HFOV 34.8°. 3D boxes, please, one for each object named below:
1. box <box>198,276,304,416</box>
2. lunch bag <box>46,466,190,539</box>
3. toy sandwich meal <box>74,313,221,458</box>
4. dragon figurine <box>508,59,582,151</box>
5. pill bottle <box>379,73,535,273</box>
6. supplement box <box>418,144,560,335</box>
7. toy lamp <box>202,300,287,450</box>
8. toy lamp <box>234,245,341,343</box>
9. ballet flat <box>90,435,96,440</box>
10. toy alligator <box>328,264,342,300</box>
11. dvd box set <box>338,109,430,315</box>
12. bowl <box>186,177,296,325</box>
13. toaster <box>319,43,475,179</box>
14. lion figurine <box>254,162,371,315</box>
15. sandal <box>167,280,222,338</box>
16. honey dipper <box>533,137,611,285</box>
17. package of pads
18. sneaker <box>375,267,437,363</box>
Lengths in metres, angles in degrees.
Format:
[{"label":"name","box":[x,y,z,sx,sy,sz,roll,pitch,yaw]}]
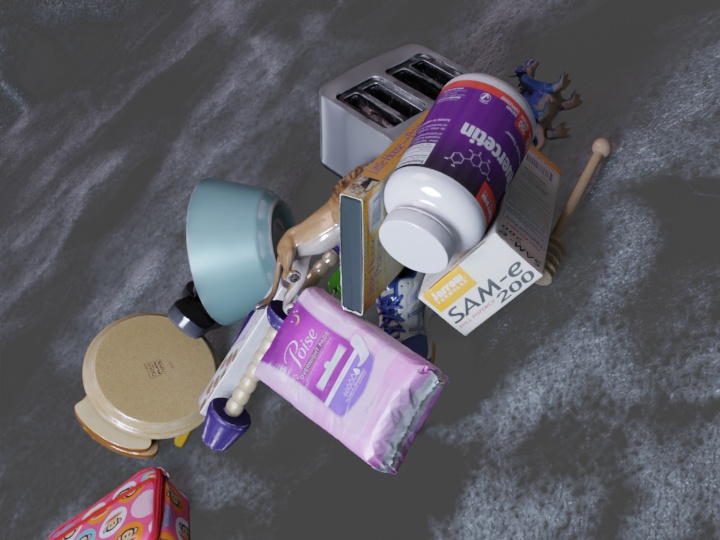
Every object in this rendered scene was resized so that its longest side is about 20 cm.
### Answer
[{"label":"box","box":[-0.137,0.102,1.442,0.201,0.041,0.039,-57,21,13]},{"label":"lunch bag","box":[-0.293,0.330,1.367,0.199,0.082,0.177,-34,27,12]},{"label":"toy sandwich meal","box":[-0.276,0.152,1.510,0.071,0.203,0.207,116,175,-51]},{"label":"dragon figurine","box":[0.212,-0.191,1.435,0.099,0.059,0.201,-12,42,42]},{"label":"pill bottle","box":[0.096,-0.098,1.174,0.112,0.113,0.201,-5,46,47]},{"label":"supplement box","box":[0.145,-0.042,1.261,0.126,0.073,0.201,-42,17,37]},{"label":"toy lamp","box":[-0.132,0.130,1.374,0.201,0.058,0.058,-58,25,19]},{"label":"toy lamp","box":[-0.087,0.033,1.513,0.200,0.058,0.058,-47,30,-9]},{"label":"ballet flat","box":[-0.294,0.162,1.580,0.067,0.072,0.201,-2,50,42]},{"label":"toy alligator","box":[0.000,0.000,1.459,0.054,0.060,0.201,24,63,14]},{"label":"dvd box set","box":[0.038,-0.066,1.245,0.029,0.148,0.200,17,40,23]},{"label":"bowl","box":[-0.148,-0.032,1.565,0.103,0.202,0.202,-7,41,16]},{"label":"toaster","box":[0.057,-0.176,1.420,0.180,0.120,0.199,-29,47,-29]},{"label":"lion figurine","box":[-0.044,-0.041,1.312,0.198,0.073,0.123,-28,44,14]},{"label":"sandal","box":[-0.213,0.047,1.585,0.043,0.076,0.200,-51,7,9]},{"label":"honey dipper","box":[0.234,-0.073,1.280,0.038,0.038,0.201,-3,49,48]},{"label":"package of pads","box":[-0.010,0.113,1.224,0.199,0.075,0.121,33,91,38]},{"label":"sneaker","box":[0.040,0.055,1.302,0.075,0.088,0.202,-19,39,31]}]
